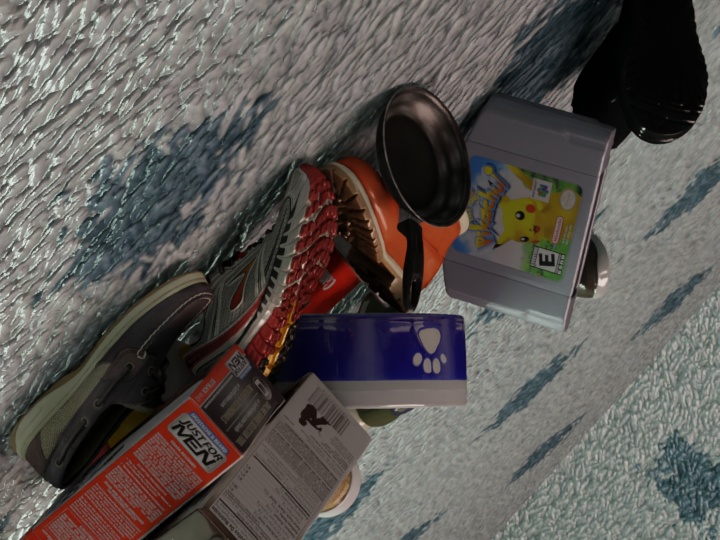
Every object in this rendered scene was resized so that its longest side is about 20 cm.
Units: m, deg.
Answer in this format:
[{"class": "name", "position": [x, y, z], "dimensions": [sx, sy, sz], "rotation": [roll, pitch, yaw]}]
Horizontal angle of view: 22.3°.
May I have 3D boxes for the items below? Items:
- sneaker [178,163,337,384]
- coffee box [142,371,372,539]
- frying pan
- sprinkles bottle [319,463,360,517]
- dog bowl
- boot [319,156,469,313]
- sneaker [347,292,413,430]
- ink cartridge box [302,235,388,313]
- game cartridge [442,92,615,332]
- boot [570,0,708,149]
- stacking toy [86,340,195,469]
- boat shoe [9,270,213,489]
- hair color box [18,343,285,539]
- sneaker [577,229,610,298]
[{"class": "sneaker", "position": [-0.082, 0.007, 1.416], "dimensions": [0.200, 0.082, 0.078], "rotation": [-65, 165, 13]}, {"class": "coffee box", "position": [-0.087, 0.180, 1.413], "dimensions": [0.113, 0.080, 0.200], "rotation": [-37, -172, 36]}, {"class": "frying pan", "position": [0.052, -0.052, 1.431], "dimensions": [0.031, 0.190, 0.115], "rotation": [-14, 164, 36]}, {"class": "sprinkles bottle", "position": [-0.063, 0.174, 1.628], "dimensions": [0.068, 0.068, 0.200], "rotation": [-44, 155, 4]}, {"class": "dog bowl", "position": [-0.008, 0.079, 1.573], "dimensions": [0.200, 0.079, 0.200], "rotation": [0, 176, 0]}, {"class": "boot", "position": [0.029, -0.054, 1.495], "dimensions": [0.107, 0.075, 0.200], "rotation": [-45, 150, -7]}, {"class": "sneaker", "position": [0.041, 0.077, 1.748], "dimensions": [0.090, 0.067, 0.200], "rotation": [-22, -153, 26]}, {"class": "ink cartridge box", "position": [0.000, 0.000, 1.662], "dimensions": [0.174, 0.044, 0.200], "rotation": [-44, 165, -2]}, {"class": "game cartridge", "position": [0.143, -0.052, 1.633], "dimensions": [0.040, 0.133, 0.200], "rotation": [-39, 143, -59]}, {"class": "boot", "position": [0.247, -0.155, 1.647], "dimensions": [0.168, 0.076, 0.200], "rotation": [111, -14, -54]}, {"class": "stacking toy", "position": [-0.165, 0.145, 1.508], "dimensions": [0.146, 0.146, 0.200], "rotation": [-23, 134, -51]}, {"class": "boat shoe", "position": [-0.179, 0.085, 1.394], "dimensions": [0.200, 0.065, 0.072], "rotation": [-44, 165, 3]}, {"class": "hair color box", "position": [-0.159, 0.152, 1.383], "dimensions": [0.200, 0.064, 0.111], "rotation": [-39, -175, 23]}, {"class": "sneaker", "position": [0.147, -0.021, 1.713], "dimensions": [0.082, 0.200, 0.077], "rotation": [-18, 124, -34]}]
